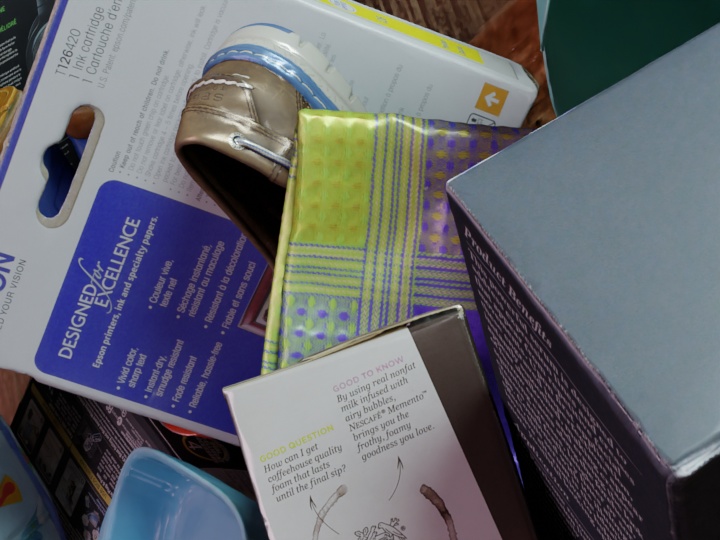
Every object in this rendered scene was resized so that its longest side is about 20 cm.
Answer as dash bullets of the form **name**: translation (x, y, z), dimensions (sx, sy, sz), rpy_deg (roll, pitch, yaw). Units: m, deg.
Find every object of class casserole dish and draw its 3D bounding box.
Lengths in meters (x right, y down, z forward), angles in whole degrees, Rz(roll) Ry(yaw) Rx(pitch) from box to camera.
- **casserole dish**: translation (-0.070, 0.146, 0.754), dimensions (0.200, 0.039, 0.122), rpy_deg (-166, 86, -66)

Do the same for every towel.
- **towel**: translation (0.066, 0.019, 0.639), dimensions (0.023, 0.198, 0.145), rpy_deg (-103, 20, -87)

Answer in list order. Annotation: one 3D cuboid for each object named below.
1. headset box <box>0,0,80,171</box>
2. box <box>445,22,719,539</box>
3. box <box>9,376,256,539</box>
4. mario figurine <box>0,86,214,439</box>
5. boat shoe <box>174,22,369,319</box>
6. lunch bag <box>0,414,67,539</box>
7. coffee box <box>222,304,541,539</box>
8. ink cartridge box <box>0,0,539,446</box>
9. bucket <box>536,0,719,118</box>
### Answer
- **headset box**: translation (-0.231, -0.090, 0.860), dimensions (0.173, 0.093, 0.201), rpy_deg (24, 133, 30)
- **box**: translation (0.125, 0.032, 0.501), dimensions (0.148, 0.201, 0.107), rpy_deg (-30, 53, -8)
- **box**: translation (-0.125, 0.137, 0.911), dimensions (0.200, 0.049, 0.162), rpy_deg (43, 115, 43)
- **mario figurine**: translation (-0.101, 0.007, 0.807), dimensions (0.123, 0.201, 0.106), rpy_deg (4, 46, 41)
- **boat shoe**: translation (0.000, 0.000, 0.694), dimensions (0.072, 0.200, 0.073), rpy_deg (-28, 21, 50)
- **lunch bag**: translation (-0.244, 0.092, 0.890), dimensions (0.160, 0.082, 0.201), rpy_deg (3, 126, 49)
- **coffee box**: translation (0.028, 0.123, 0.559), dimensions (0.079, 0.113, 0.201), rpy_deg (-19, 81, 0)
- **ink cartridge box**: translation (-0.054, -0.027, 0.749), dimensions (0.047, 0.199, 0.199), rpy_deg (-103, 35, -67)
- **bucket**: translation (0.141, -0.128, 0.543), dimensions (0.207, 0.206, 0.136), rpy_deg (-35, 49, 39)
